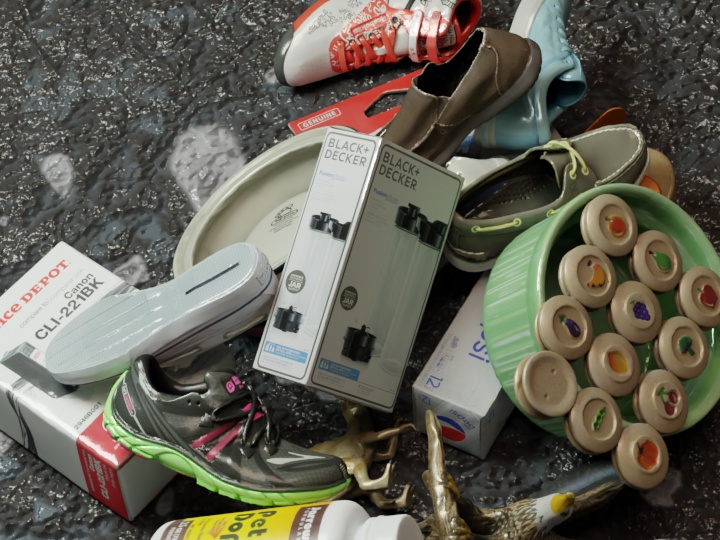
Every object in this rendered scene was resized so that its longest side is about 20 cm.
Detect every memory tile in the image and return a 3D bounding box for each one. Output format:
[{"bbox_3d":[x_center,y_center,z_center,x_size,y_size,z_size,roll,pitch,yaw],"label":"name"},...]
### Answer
[{"bbox_3d":[0.201,0.052,1.614,0.153,0.017,0.201,36,60,-19],"label":"memory tile"}]

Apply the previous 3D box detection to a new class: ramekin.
[{"bbox_3d":[0.192,0.040,1.683,0.199,0.097,0.202,10,72,-30],"label":"ramekin"}]

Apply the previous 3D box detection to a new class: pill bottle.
[{"bbox_3d":[-0.054,0.230,1.568,0.198,0.110,0.110,-9,48,19],"label":"pill bottle"}]

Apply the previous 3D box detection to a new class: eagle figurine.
[{"bbox_3d":[0.143,0.200,1.615,0.198,0.151,0.153,11,90,-23],"label":"eagle figurine"}]

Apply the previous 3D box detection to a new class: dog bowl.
[{"bbox_3d":[-0.058,-0.028,1.786,0.199,0.074,0.201,-29,29,18],"label":"dog bowl"}]

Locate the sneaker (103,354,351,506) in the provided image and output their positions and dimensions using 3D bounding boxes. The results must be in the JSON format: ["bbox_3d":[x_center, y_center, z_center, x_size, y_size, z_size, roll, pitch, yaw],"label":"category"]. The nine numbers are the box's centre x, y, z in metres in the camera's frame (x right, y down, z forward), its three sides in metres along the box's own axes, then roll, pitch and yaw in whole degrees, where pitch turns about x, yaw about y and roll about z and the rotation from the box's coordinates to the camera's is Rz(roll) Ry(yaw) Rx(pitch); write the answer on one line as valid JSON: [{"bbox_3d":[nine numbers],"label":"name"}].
[{"bbox_3d":[-0.099,0.121,1.609,0.199,0.077,0.084,21,99,8],"label":"sneaker"}]

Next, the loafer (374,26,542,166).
[{"bbox_3d":[0.063,-0.144,1.809,0.200,0.071,0.073,-41,34,25],"label":"loafer"}]

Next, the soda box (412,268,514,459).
[{"bbox_3d":[0.116,0.054,1.755,0.068,0.064,0.201,21,55,18],"label":"soda box"}]

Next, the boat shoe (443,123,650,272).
[{"bbox_3d":[0.156,-0.069,1.752,0.201,0.060,0.072,-29,59,-15],"label":"boat shoe"}]

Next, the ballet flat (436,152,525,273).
[{"bbox_3d":[0.080,-0.049,1.805,0.200,0.069,0.068,-39,39,-4],"label":"ballet flat"}]

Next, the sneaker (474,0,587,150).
[{"bbox_3d":[0.168,-0.178,1.881,0.081,0.074,0.201,13,57,17],"label":"sneaker"}]

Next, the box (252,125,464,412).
[{"bbox_3d":[0.000,0.000,1.675,0.060,0.116,0.202,14,84,42],"label":"box"}]

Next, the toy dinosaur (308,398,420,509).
[{"bbox_3d":[-0.011,0.166,1.694,0.100,0.059,0.201,3,41,27],"label":"toy dinosaur"}]

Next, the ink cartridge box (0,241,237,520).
[{"bbox_3d":[-0.219,0.087,1.747,0.199,0.084,0.144,30,59,26],"label":"ink cartridge box"}]

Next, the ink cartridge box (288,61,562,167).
[{"bbox_3d":[0.055,-0.126,1.923,0.199,0.045,0.177,-24,53,-14],"label":"ink cartridge box"}]

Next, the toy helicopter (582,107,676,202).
[{"bbox_3d":[0.175,-0.067,1.847,0.198,0.079,0.133,-10,55,13],"label":"toy helicopter"}]

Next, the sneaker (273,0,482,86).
[{"bbox_3d":[0.022,-0.221,1.986,0.201,0.068,0.108,-35,49,-26],"label":"sneaker"}]

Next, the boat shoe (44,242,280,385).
[{"bbox_3d":[-0.150,0.051,1.673,0.199,0.067,0.074,-23,44,15],"label":"boat shoe"}]
